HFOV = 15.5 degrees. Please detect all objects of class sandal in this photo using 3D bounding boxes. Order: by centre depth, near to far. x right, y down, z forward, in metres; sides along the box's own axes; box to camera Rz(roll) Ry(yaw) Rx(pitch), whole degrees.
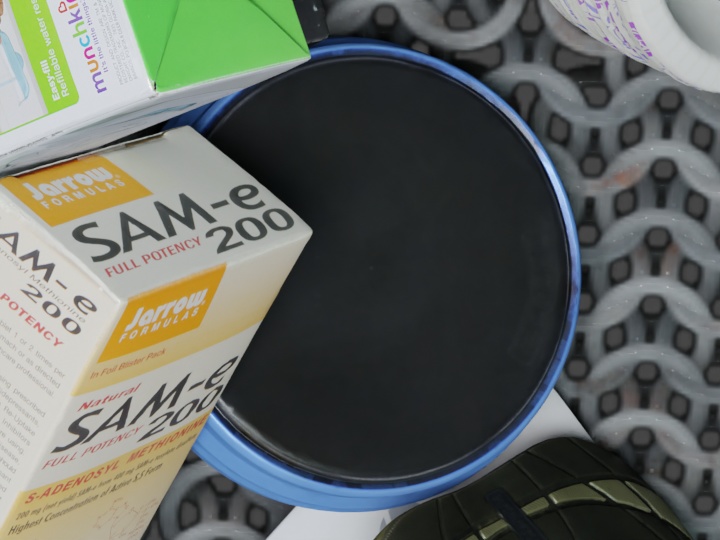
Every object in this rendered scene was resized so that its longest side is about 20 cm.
[{"bbox_3d":[0.066,0.122,1.120,0.080,0.201,0.057,54,130,25],"label":"sandal"}]

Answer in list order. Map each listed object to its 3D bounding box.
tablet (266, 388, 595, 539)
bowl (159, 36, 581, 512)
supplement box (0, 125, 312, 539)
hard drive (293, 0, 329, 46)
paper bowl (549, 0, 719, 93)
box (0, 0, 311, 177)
[{"bbox_3d":[0.029,0.128,1.140,0.200,0.014,0.130,-47,111,-25],"label":"tablet"},{"bbox_3d":[0.000,0.000,1.103,0.200,0.039,0.201,2,84,-19],"label":"bowl"},{"bbox_3d":[-0.117,0.051,1.012,0.074,0.126,0.200,40,121,18],"label":"supplement box"},{"bbox_3d":[-0.104,-0.171,1.052,0.140,0.038,0.200,-16,93,-19],"label":"hard drive"},{"bbox_3d":[0.141,-0.178,1.033,0.201,0.104,0.201,-24,130,-32],"label":"paper bowl"},{"bbox_3d":[-0.139,-0.135,0.943,0.176,0.097,0.200,-20,89,37],"label":"box"}]
